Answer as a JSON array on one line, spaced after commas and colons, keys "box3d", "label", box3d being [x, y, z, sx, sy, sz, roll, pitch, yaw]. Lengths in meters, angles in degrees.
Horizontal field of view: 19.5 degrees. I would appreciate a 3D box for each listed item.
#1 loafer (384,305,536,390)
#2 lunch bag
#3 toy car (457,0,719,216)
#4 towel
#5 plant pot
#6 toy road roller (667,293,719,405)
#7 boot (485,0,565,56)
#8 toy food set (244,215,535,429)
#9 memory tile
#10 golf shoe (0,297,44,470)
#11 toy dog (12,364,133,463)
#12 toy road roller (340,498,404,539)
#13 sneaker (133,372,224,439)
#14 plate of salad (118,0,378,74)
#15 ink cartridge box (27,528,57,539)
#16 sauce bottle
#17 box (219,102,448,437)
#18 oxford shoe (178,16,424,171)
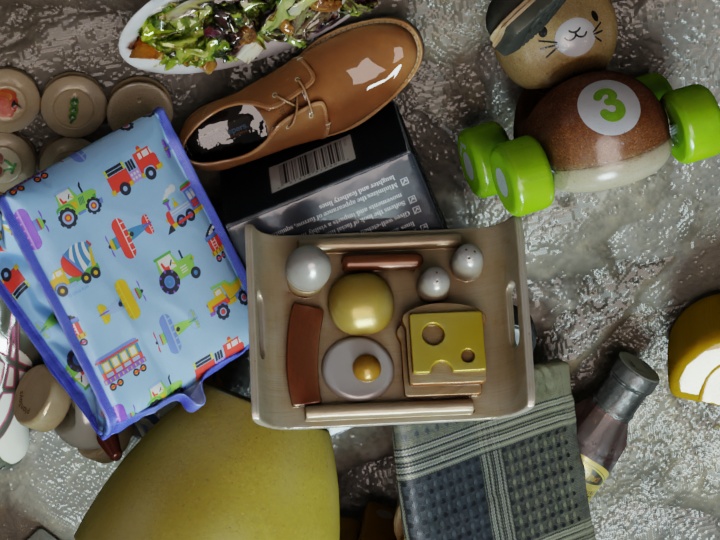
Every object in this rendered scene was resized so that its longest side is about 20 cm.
[{"box3d": [0.033, 0.071, 1.531, 0.200, 0.070, 0.068, -12, 117, 0], "label": "loafer"}, {"box3d": [-0.163, 0.011, 1.496, 0.150, 0.094, 0.200, -32, 92, -31], "label": "lunch bag"}, {"box3d": [0.149, -0.163, 1.517, 0.164, 0.158, 0.200, -17, 105, -11], "label": "toy car"}, {"box3d": [0.103, 0.179, 1.609, 0.200, 0.035, 0.193, -13, 96, -42], "label": "towel"}, {"box3d": [-0.094, 0.168, 1.556, 0.200, 0.200, 0.142, 22, 87, -16], "label": "plant pot"}, {"box3d": [0.323, 0.046, 1.644, 0.146, 0.123, 0.200, 11, 115, 1], "label": "toy road roller"}, {"box3d": [0.111, -0.256, 1.451, 0.138, 0.077, 0.200, 39, 63, 0], "label": "boot"}, {"box3d": [0.020, 0.033, 1.473, 0.200, 0.060, 0.144, -2, 73, -5], "label": "toy food set"}, {"box3d": [-0.223, -0.056, 1.592, 0.153, 0.017, 0.200, 4, 115, -8], "label": "memory tile"}, {"box3d": [-0.268, 0.071, 1.607, 0.088, 0.077, 0.200, -11, 128, -8], "label": "golf shoe"}, {"box3d": [-0.176, 0.064, 1.572, 0.132, 0.096, 0.200, 1, 112, -40], "label": "toy dog"}, {"box3d": [0.011, 0.233, 1.694, 0.146, 0.123, 0.200, 17, 112, -1], "label": "toy road roller"}, {"box3d": [-0.136, 0.159, 1.683, 0.088, 0.075, 0.200, -14, 110, 14], "label": "sneaker"}, {"box3d": [-0.071, -0.175, 1.467, 0.200, 0.200, 0.048, -20, 75, 4], "label": "plate of salad"}, {"box3d": [-0.282, 0.336, 1.737, 0.200, 0.084, 0.144, -42, 113, 14], "label": "ink cartridge box"}, {"box3d": [0.171, 0.155, 1.709, 0.066, 0.066, 0.200, 25, 110, -17], "label": "sauce bottle"}, {"box3d": [0.000, 0.000, 1.592, 0.148, 0.107, 0.200, -22, 115, 4], "label": "box"}, {"box3d": [-0.043, -0.123, 1.537, 0.200, 0.071, 0.071, -28, 98, 9], "label": "oxford shoe"}]
